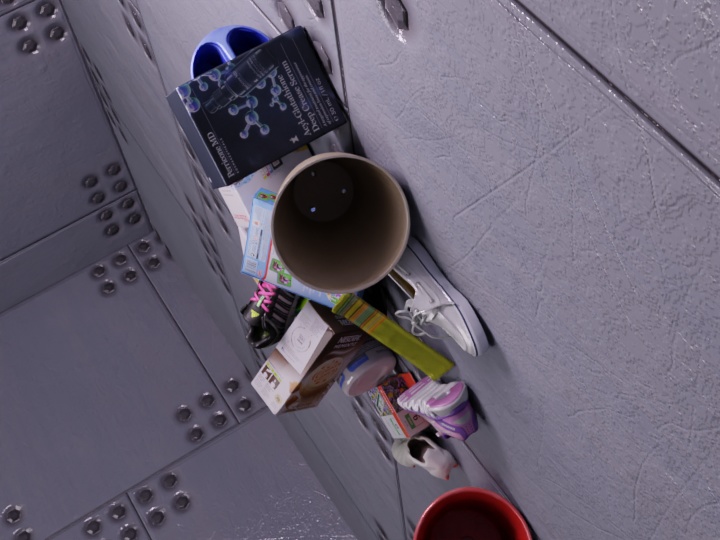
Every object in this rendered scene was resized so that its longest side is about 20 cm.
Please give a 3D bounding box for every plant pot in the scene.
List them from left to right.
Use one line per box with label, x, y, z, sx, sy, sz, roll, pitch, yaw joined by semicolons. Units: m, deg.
plant pot;-0.039;-0.089;1.486;0.200;0.186;0.188;-115;1;-70
plant pot;0.179;0.458;1.748;0.201;0.200;0.177;58;175;10

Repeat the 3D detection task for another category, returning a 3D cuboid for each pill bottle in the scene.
pill bottle;-0.033;0.117;1.927;0.201;0.113;0.114;54;165;24

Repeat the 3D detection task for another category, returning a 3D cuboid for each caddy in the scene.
caddy;-0.172;-0.270;1.609;0.201;0.141;0.105;60;171;-1

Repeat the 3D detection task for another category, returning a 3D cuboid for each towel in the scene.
towel;0.048;0.101;1.631;0.199;0.018;0.086;34;158;-1

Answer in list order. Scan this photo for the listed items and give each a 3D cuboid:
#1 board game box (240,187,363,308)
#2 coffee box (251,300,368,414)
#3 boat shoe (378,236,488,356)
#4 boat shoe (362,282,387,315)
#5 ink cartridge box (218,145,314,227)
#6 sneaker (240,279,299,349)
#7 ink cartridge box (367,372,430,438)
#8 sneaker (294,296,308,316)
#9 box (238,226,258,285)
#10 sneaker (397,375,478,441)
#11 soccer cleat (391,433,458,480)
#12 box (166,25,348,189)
board game box;-0.082;-0.027;1.657;0.199;0.037;0.152;22;128;10
coffee box;-0.083;0.146;1.823;0.080;0.114;0.201;49;120;25
boat shoe;0.087;0.047;1.437;0.202;0.086;0.075;54;165;24
boat shoe;0.000;0.000;1.700;0.066;0.070;0.201;12;126;39
ink cartridge box;-0.173;-0.189;1.753;0.201;0.144;0.147;64;165;-13
sneaker;-0.155;0.054;1.779;0.074;0.087;0.201;32;133;28
ink cartridge box;0.074;0.247;1.935;0.109;0.050;0.200;60;166;2
sneaker;-0.129;0.051;1.884;0.199;0.083;0.075;-17;72;39
box;-0.160;-0.034;2.073;0.102;0.112;0.200;54;165;18
sneaker;0.126;0.221;1.669;0.089;0.080;0.200;55;166;-12
soccer cleat;0.104;0.325;1.935;0.077;0.070;0.200;39;167;-22
box;-0.145;-0.225;1.480;0.149;0.199;0.107;62;166;-11
